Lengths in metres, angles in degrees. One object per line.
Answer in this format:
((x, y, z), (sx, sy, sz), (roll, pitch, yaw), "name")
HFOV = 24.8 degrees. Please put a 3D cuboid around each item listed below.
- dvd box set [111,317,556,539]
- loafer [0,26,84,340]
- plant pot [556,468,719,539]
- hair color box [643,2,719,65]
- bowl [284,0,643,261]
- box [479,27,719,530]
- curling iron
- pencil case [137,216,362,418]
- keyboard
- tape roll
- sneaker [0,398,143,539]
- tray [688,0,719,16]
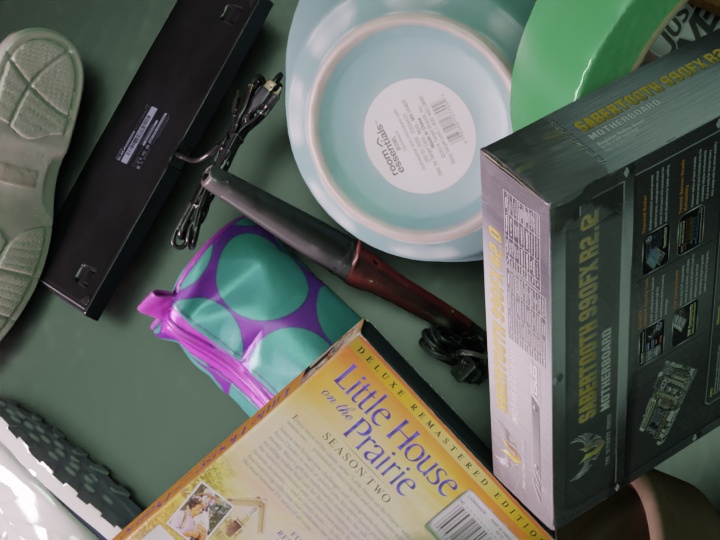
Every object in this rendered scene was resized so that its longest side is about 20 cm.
((-0.022, 0.140, 0.824), (0.200, 0.029, 0.146), (-42, 100, 15), "dvd box set")
((-0.209, -0.039, 0.919), (0.071, 0.063, 0.202), (20, 89, -29), "loafer")
((0.169, 0.216, 0.825), (0.173, 0.200, 0.202), (23, 86, -14), "plant pot")
((0.141, -0.142, 0.905), (0.199, 0.064, 0.112), (29, 88, 6), "hair color box")
((0.041, -0.086, 0.843), (0.199, 0.105, 0.203), (5, 110, 15), "bowl")
((0.131, 0.003, 0.738), (0.158, 0.201, 0.048), (-27, 45, -21), "box")
((0.000, 0.000, 0.874), (0.199, 0.050, 0.026), (36, 104, -20), "curling iron")
((-0.022, 0.068, 0.880), (0.200, 0.085, 0.092), (45, 45, 5), "pencil case")
((-0.103, -0.064, 0.898), (0.127, 0.021, 0.201), (27, 87, 48), "keyboard")
((0.164, -0.102, 0.761), (0.200, 0.201, 0.048), (-38, 51, -1), "tape roll")
((-0.161, 0.151, 0.890), (0.200, 0.076, 0.081), (45, 98, 6), "sneaker")
((0.224, -0.238, 0.855), (0.037, 0.099, 0.201), (22, 63, 4), "tray")
